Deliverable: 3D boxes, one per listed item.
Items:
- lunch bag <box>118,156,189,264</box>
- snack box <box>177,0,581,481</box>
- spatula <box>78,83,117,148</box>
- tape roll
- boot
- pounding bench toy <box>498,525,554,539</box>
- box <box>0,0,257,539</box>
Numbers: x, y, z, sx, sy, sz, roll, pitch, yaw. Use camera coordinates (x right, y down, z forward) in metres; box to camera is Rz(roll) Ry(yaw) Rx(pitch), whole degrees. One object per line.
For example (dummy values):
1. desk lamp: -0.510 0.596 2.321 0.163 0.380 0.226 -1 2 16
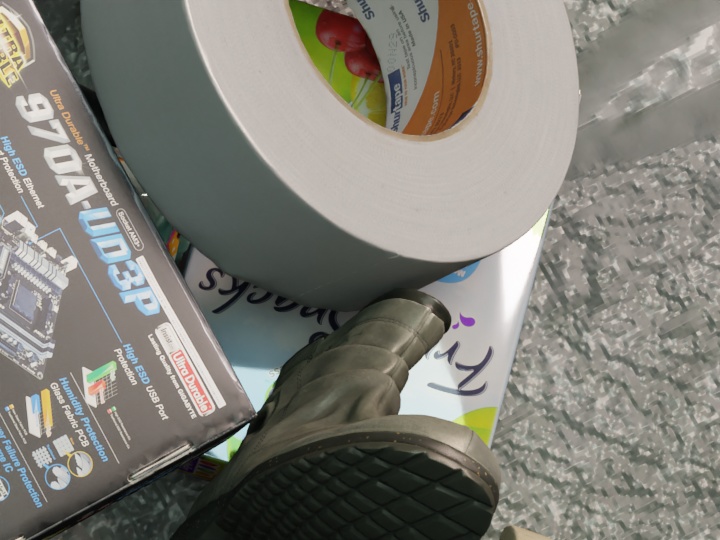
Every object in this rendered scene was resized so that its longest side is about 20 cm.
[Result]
1. lunch bag: -0.183 0.027 1.104 0.170 0.122 0.200 30 68 -1
2. snack box: 0.000 0.000 1.170 0.142 0.053 0.200 17 74 -2
3. spatula: -0.058 -0.046 1.106 0.200 0.021 0.057 18 49 -15
4. tape roll: -0.009 -0.088 1.083 0.200 0.066 0.201 17 62 -36
5. boot: -0.001 0.054 1.016 0.068 0.200 0.131 38 57 -15
6. pounding bench toy: 0.034 0.186 1.051 0.124 0.200 0.156 18 73 -3
7. box: -0.154 0.006 1.024 0.159 0.046 0.200 -28 87 -23
